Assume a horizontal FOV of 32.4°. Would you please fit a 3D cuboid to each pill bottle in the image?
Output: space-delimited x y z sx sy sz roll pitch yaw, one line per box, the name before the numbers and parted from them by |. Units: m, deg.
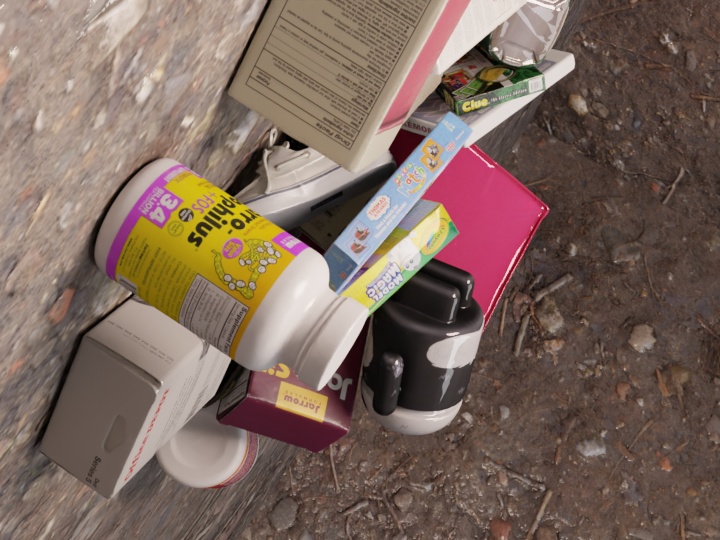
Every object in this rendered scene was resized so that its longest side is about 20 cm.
pill bottle | -0.095 0.007 0.943 0.105 0.199 0.104 -56 173 -10
pill bottle | -0.188 0.217 1.556 0.113 0.113 0.200 -57 172 -8

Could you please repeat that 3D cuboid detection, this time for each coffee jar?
coffee jar | 0.149 -0.307 1.370 0.105 0.085 0.200 -66 -151 24

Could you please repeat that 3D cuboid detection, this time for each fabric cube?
fabric cube | 0.075 -0.050 1.552 0.197 0.200 0.199 -59 -156 -16

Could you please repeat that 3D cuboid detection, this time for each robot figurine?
robot figurine | 0.066 0.087 1.381 0.149 0.125 0.201 -4 123 -25

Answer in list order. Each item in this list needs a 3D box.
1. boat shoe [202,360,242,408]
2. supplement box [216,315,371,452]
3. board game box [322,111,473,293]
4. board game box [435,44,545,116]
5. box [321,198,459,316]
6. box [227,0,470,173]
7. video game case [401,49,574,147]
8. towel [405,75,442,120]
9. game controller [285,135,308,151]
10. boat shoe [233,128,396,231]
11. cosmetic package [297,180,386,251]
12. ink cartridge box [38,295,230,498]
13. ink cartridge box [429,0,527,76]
boat shoe | -0.143 0.070 1.343 0.061 0.071 0.202 -95 -155 -46
supplement box | -0.071 0.089 1.425 0.103 0.130 0.201 -40 -146 56
board game box | 0.020 -0.053 1.230 0.200 0.037 0.151 -50 -179 -30
board game box | 0.119 -0.235 1.388 0.104 0.200 0.024 -17 125 -12
box | 0.000 0.000 1.333 0.200 0.048 0.117 -40 -156 -15
box | 0.002 -0.202 1.010 0.201 0.128 0.109 -60 173 22
video game case | 0.110 -0.212 1.395 0.200 0.182 0.023 -38 132 -32
towel | 0.036 -0.209 1.231 0.133 0.034 0.200 -50 162 -21
game controller | -0.015 -0.198 1.259 0.201 0.042 0.104 -60 172 20
boat shoe | -0.071 -0.095 1.198 0.201 0.086 0.075 -26 164 -9
cosmetic package | -0.022 -0.093 1.370 0.104 0.073 0.200 -50 -176 9
ink cartridge box | -0.188 0.089 1.128 0.146 0.084 0.200 -62 172 30
ink cartridge box | 0.083 -0.290 1.148 0.200 0.050 0.162 -46 130 -48
